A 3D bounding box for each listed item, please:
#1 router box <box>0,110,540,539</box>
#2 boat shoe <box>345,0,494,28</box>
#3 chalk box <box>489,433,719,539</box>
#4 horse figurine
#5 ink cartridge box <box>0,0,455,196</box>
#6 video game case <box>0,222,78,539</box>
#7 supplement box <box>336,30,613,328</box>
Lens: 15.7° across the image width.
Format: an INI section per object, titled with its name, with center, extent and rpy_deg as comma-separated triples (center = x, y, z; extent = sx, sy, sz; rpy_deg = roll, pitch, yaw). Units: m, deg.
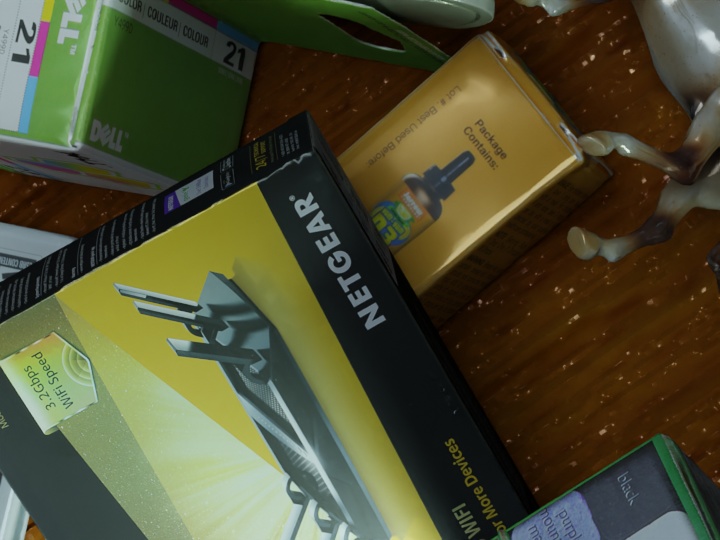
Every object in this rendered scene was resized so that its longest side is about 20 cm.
[router box]
center = -0.038, 0.067, 0.951
extent = 0.157, 0.052, 0.200
rpy_deg = -29, 109, 6
[boat shoe]
center = -0.007, -0.131, 0.981
extent = 0.199, 0.074, 0.066
rpy_deg = 19, 95, 65
[chalk box]
center = 0.089, 0.149, 0.826
extent = 0.124, 0.200, 0.125
rpy_deg = -34, 49, 14
[horse figurine]
center = 0.119, -0.077, 0.963
extent = 0.050, 0.132, 0.201
rpy_deg = -42, 63, 55
[ink cartridge box]
center = -0.071, -0.069, 0.995
extent = 0.199, 0.148, 0.076
rpy_deg = 11, 87, 20
[video game case]
center = -0.223, 0.058, 1.098
extent = 0.199, 0.023, 0.183
rpy_deg = 11, 85, 20
[supplement box]
center = 0.000, 0.000, 1.005
extent = 0.200, 0.069, 0.067
rpy_deg = -41, 73, 11
